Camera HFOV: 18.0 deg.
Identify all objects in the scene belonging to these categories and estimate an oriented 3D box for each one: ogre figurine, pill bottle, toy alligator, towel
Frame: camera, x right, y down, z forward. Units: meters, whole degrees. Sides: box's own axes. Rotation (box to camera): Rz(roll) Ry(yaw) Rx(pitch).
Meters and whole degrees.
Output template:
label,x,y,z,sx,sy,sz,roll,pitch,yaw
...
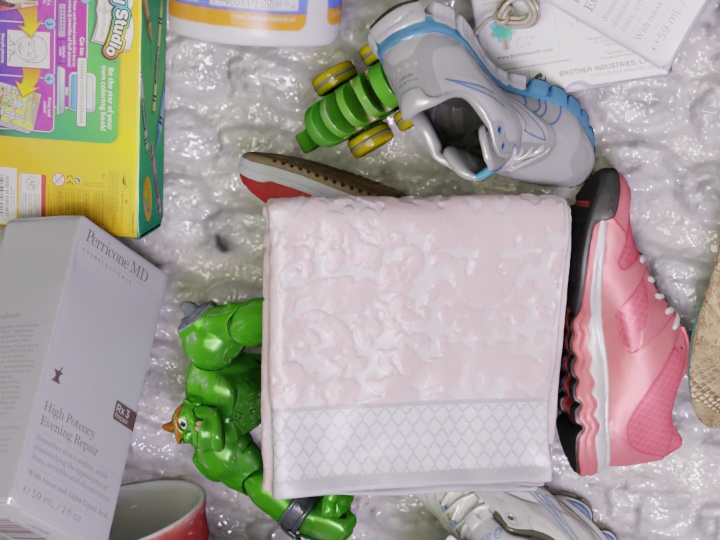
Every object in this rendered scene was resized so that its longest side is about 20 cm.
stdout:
label,x,y,z,sx,sy,sz,roll,pitch,yaw
ogre figurine,-0.062,0.093,1.507,0.119,0.098,0.200,12,146,22
pill bottle,-0.062,-0.247,1.431,0.112,0.112,0.201,7,102,11
toy alligator,0.025,-0.122,1.444,0.200,0.054,0.059,-29,89,32
towel,0.035,0.048,1.427,0.199,0.032,0.192,-1,98,-18

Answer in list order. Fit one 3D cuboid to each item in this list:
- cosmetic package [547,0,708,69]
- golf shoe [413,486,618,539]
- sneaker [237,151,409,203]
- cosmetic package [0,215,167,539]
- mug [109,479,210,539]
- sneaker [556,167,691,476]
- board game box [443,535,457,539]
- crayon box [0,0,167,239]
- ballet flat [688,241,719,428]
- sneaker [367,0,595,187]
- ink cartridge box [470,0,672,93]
label,x,y,z,sx,sy,sz,roll,pitch,yaw
cosmetic package,0.125,-0.216,1.369,0.200,0.074,0.102,30,106,4
golf shoe,0.083,0.152,1.490,0.200,0.097,0.078,35,108,5
sneaker,0.000,0.000,1.490,0.199,0.071,0.113,22,102,5
cosmetic package,-0.198,0.074,1.477,0.074,0.102,0.201,-3,65,34
mug,-0.158,0.260,1.566,0.177,0.133,0.201,1,110,51
sneaker,0.174,0.032,1.470,0.086,0.074,0.201,-1,101,-8
board game box,0.113,0.258,1.488,0.200,0.134,0.034,39,72,3
crayon box,-0.193,-0.127,1.512,0.118,0.058,0.201,5,102,11
ballet flat,0.254,0.011,1.432,0.065,0.070,0.201,23,112,50
sneaker,0.078,-0.083,1.401,0.075,0.200,0.087,-31,50,30
ink cartridge box,0.124,-0.213,1.435,0.119,0.042,0.201,-8,102,14
